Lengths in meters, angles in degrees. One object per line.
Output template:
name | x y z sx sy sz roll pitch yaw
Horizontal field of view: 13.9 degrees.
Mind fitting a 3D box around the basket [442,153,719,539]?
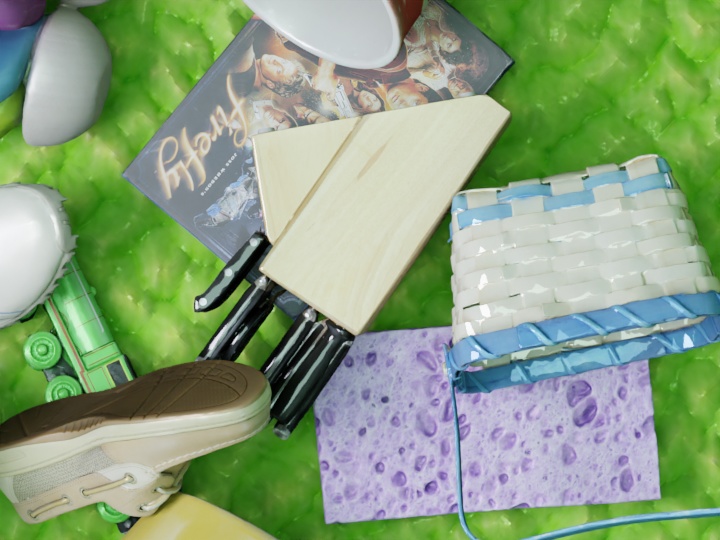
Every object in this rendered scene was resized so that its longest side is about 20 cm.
basket | 0.131 0.046 1.636 0.176 0.139 0.200 -8 75 3

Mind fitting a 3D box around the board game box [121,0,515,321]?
board game box | -0.024 -0.089 1.730 0.135 0.035 0.200 39 92 2

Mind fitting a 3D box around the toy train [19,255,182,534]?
toy train | -0.163 0.058 1.736 0.056 0.042 0.200 -25 88 -7

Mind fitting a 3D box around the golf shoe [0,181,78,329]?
golf shoe | -0.255 0.010 1.684 0.200 0.097 0.078 -25 84 23

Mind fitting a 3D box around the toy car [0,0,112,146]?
toy car | -0.224 -0.167 1.683 0.175 0.150 0.200 15 90 3

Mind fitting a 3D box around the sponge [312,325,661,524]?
sponge | 0.071 0.086 1.726 0.200 0.030 0.112 -5 89 3

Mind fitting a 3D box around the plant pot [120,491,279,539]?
plant pot | -0.103 0.237 1.665 0.201 0.201 0.189 30 75 3

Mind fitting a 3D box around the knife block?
knife block | 0.000 0.000 1.680 0.200 0.064 0.176 -10 90 3

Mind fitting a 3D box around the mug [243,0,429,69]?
mug | 0.005 -0.241 1.660 0.177 0.133 0.200 33 67 13

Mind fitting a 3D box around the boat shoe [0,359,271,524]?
boat shoe | -0.124 0.101 1.657 0.200 0.072 0.065 -15 108 33
